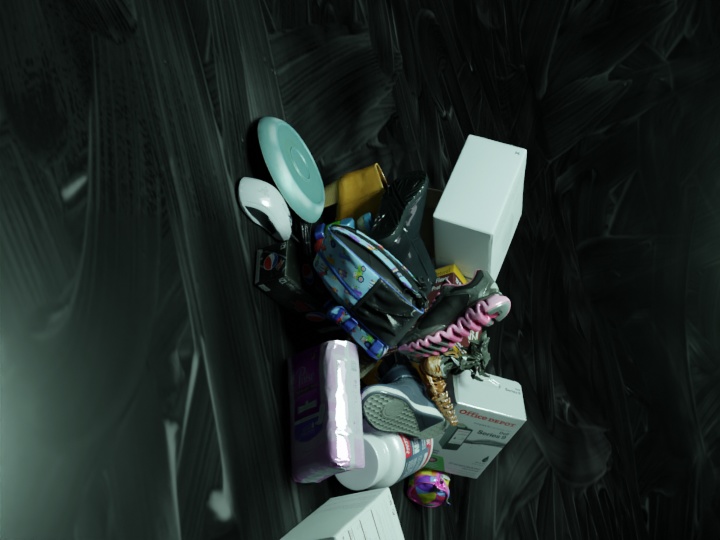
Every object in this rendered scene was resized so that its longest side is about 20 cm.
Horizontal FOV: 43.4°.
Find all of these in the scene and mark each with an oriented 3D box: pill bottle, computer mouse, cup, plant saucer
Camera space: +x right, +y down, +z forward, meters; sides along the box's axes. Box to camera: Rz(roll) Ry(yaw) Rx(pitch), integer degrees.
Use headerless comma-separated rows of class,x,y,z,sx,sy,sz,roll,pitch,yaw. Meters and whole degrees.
pill bottle,0.035,0.305,1.534,0.199,0.118,0.122,-4,79,-64
computer mouse,-0.132,-0.089,1.512,0.200,0.043,0.111,41,42,-48
cup,0.085,-0.079,1.808,0.200,0.197,0.146,-36,132,-62
plant saucer,-0.113,-0.181,1.575,0.201,0.027,0.201,56,19,-29

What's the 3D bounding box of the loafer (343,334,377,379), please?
loafer,0.015,0.129,1.624,0.201,0.075,0.069,-55,165,-35

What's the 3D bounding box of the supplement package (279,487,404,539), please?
supplement package,-0.027,0.421,1.349,0.199,0.115,0.119,-17,90,-63

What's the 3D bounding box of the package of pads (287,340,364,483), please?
package of pads,-0.054,0.218,1.399,0.075,0.120,0.204,16,60,-38

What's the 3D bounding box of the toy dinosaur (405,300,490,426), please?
toy dinosaur,0.142,0.151,1.522,0.102,0.133,0.204,-139,-137,-77

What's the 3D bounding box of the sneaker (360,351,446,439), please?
sneaker,0.046,0.193,1.495,0.201,0.077,0.147,31,23,-46

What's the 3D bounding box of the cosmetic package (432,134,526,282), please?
cosmetic package,0.224,-0.106,1.709,0.201,0.121,0.201,82,30,-57

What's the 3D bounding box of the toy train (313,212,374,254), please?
toy train,0.000,0.000,1.625,0.085,0.114,0.203,-81,150,-69

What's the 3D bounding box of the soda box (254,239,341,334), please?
soda box,-0.093,0.031,1.500,0.200,0.062,0.072,43,39,-48

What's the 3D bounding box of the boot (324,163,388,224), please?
boot,0.010,-0.083,1.672,0.204,0.142,0.071,70,21,-6

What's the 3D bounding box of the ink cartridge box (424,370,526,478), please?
ink cartridge box,0.189,0.278,1.642,0.144,0.201,0.085,15,42,-16

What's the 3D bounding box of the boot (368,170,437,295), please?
boot,0.090,-0.055,1.615,0.169,0.075,0.202,63,38,-37

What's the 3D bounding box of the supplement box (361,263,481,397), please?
supplement box,0.118,0.128,1.710,0.133,0.195,0.202,49,34,-38

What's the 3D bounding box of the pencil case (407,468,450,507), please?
pencil case,0.143,0.360,1.752,0.089,0.087,0.202,56,29,-32

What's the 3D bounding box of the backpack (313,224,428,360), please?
backpack,0.001,0.023,1.456,0.199,0.135,0.183,40,9,-3

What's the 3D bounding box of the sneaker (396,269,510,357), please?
sneaker,0.139,0.067,1.454,0.079,0.198,0.097,35,29,-62
